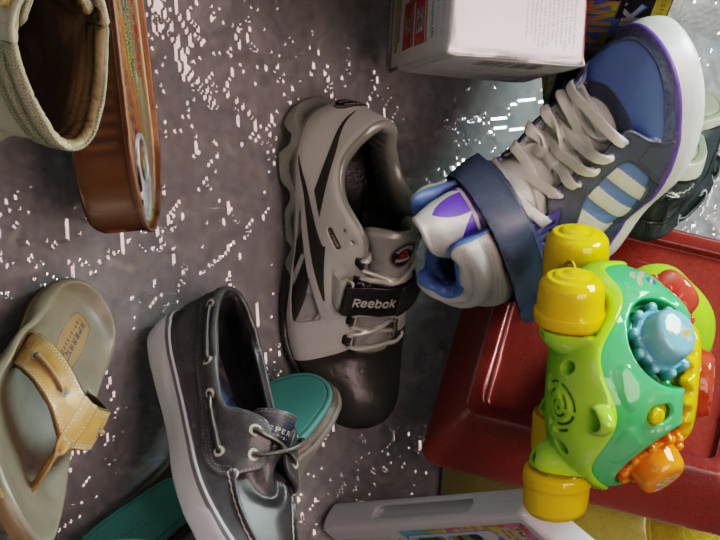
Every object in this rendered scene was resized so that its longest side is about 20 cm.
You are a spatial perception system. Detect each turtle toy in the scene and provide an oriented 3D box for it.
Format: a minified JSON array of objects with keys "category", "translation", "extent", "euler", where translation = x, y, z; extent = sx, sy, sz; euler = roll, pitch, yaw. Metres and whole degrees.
[{"category":"turtle toy","translation":[0.148,0.051,1.684],"extent":[0.101,0.200,0.146],"euler":[5,111,6]}]

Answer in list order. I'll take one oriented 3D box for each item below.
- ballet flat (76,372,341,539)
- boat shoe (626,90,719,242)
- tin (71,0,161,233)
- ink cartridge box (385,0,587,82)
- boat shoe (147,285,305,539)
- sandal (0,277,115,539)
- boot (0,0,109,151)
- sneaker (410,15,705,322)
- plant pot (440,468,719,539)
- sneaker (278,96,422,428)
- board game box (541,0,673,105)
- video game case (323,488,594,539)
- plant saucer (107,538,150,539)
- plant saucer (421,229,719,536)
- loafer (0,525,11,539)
[{"category":"ballet flat","translation":[-0.089,0.136,1.747],"extent":[0.200,0.067,0.064],"euler":[-38,140,-24]},{"category":"boat shoe","translation":[0.186,-0.068,1.851],"extent":[0.074,0.199,0.066],"euler":[11,110,0]},{"category":"tin","translation":[-0.140,-0.120,1.659],"extent":[0.042,0.112,0.201],"euler":[-5,98,9]},{"category":"ink cartridge box","translation":[0.075,-0.214,1.733],"extent":[0.083,0.176,0.201],"euler":[4,89,-12]},{"category":"boat shoe","translation":[-0.063,0.094,1.683],"extent":[0.070,0.066,0.201],"euler":[27,35,-42]},{"category":"sandal","translation":[-0.163,0.068,1.631],"extent":[0.080,0.054,0.200],"euler":[55,29,-26]},{"category":"boot","translation":[-0.199,-0.161,1.586],"extent":[0.072,0.154,0.201],"euler":[-17,103,-30]},{"category":"sneaker","translation":[0.102,-0.052,1.707],"extent":[0.146,0.200,0.081],"euler":[-18,61,-33]},{"category":"plant pot","translation":[0.170,0.141,1.857],"extent":[0.199,0.142,0.201],"euler":[-3,95,-32]},{"category":"sneaker","translation":[0.000,0.000,1.770],"extent":[0.074,0.088,0.201],"euler":[-14,103,-31]},{"category":"board game box","translation":[0.146,-0.210,1.750],"extent":[0.056,0.200,0.166],"euler":[2,59,-8]},{"category":"video game case","translation":[0.102,0.195,1.795],"extent":[0.200,0.182,0.024],"euler":[41,60,-28]},{"category":"plant saucer","translation":[-0.156,0.218,1.674],"extent":[0.199,0.036,0.201],"euler":[-17,134,-18]},{"category":"plant saucer","translation":[0.155,0.046,1.797],"extent":[0.199,0.037,0.201],"euler":[13,59,6]},{"category":"loafer","translation":[-0.210,0.080,1.654],"extent":[0.063,0.072,0.201],"euler":[-35,109,-33]}]
